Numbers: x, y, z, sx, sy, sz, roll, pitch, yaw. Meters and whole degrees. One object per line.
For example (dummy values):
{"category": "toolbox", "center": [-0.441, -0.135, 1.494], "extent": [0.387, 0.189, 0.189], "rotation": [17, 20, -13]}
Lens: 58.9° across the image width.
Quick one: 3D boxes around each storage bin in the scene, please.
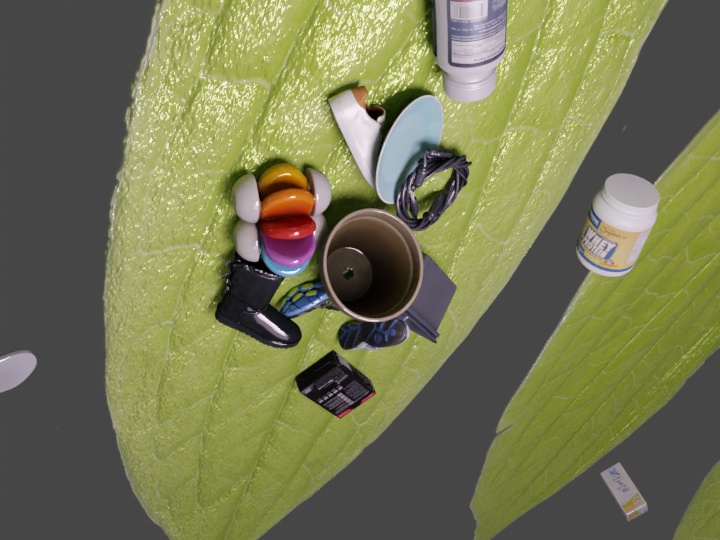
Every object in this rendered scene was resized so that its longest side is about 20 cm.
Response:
{"category": "storage bin", "center": [0.115, 0.044, 1.390], "extent": [0.136, 0.144, 0.200], "rotation": [-57, 137, -9]}

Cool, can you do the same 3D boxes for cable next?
{"category": "cable", "center": [0.144, -0.149, 1.216], "extent": [0.198, 0.050, 0.166], "rotation": [-7, 123, -53]}

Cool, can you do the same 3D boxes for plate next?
{"category": "plate", "center": [0.082, -0.217, 1.136], "extent": [0.200, 0.025, 0.203], "rotation": [-42, 150, -31]}

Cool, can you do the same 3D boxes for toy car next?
{"category": "toy car", "center": [-0.130, -0.076, 1.117], "extent": [0.171, 0.151, 0.203], "rotation": [-9, 136, -19]}

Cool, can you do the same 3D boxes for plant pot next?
{"category": "plant pot", "center": [0.000, 0.000, 1.222], "extent": [0.195, 0.205, 0.173], "rotation": [-8, 176, -19]}

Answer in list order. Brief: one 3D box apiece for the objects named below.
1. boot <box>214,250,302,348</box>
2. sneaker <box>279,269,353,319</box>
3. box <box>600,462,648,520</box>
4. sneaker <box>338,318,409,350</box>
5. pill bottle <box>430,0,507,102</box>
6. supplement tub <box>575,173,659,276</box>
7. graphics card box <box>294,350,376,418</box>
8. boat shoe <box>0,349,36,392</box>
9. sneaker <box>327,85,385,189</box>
{"category": "boot", "center": [-0.183, 0.055, 1.240], "extent": [0.194, 0.074, 0.164], "rotation": [22, 124, -11]}
{"category": "sneaker", "center": [-0.075, 0.061, 1.342], "extent": [0.196, 0.071, 0.084], "rotation": [-22, 132, -11]}
{"category": "box", "center": [1.147, 0.963, 2.776], "extent": [0.100, 0.202, 0.113], "rotation": [-30, 139, 6]}
{"category": "sneaker", "center": [0.039, 0.139, 1.441], "extent": [0.076, 0.078, 0.197], "rotation": [5, 170, -44]}
{"category": "pill bottle", "center": [0.169, -0.377, 0.997], "extent": [0.117, 0.121, 0.202], "rotation": [-19, 139, -8]}
{"category": "supplement tub", "center": [0.591, -0.104, 1.469], "extent": [0.141, 0.146, 0.203], "rotation": [-12, 136, -16]}
{"category": "graphics card box", "center": [-0.059, 0.289, 1.592], "extent": [0.124, 0.051, 0.200], "rotation": [-35, 139, 10]}
{"category": "boat shoe", "center": [-0.696, 0.199, 1.161], "extent": [0.198, 0.065, 0.073], "rotation": [-36, 140, -23]}
{"category": "sneaker", "center": [0.018, -0.226, 1.103], "extent": [0.083, 0.074, 0.201], "rotation": [-26, 137, 3]}
